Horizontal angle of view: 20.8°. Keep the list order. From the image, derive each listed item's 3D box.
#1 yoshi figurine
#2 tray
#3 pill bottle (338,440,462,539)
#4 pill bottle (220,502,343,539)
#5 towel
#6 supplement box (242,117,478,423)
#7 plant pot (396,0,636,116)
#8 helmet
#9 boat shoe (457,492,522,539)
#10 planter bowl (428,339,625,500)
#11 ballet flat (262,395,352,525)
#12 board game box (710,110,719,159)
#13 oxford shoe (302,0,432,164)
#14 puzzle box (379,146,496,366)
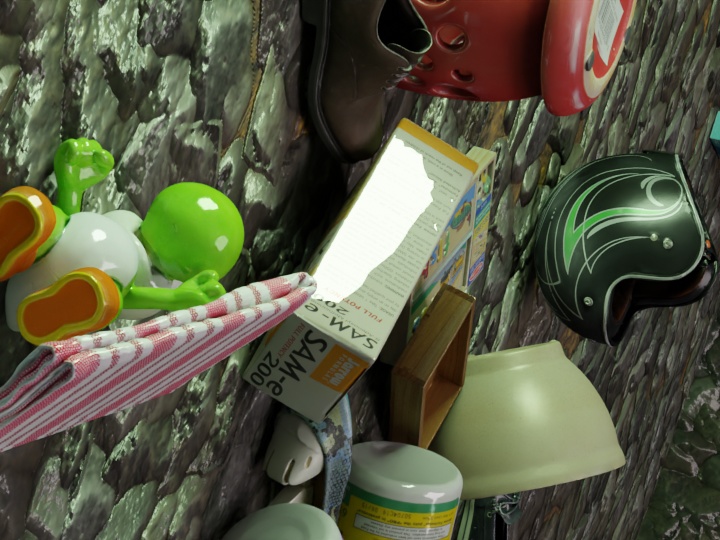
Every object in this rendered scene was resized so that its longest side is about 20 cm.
[{"bbox_3d":[-0.130,-0.015,1.116,0.200,0.112,0.113,-11,110,-72],"label":"yoshi figurine"},{"bbox_3d":[0.063,0.098,1.801,0.099,0.037,0.200,-58,166,-22],"label":"tray"},{"bbox_3d":[0.018,0.264,1.757,0.113,0.113,0.200,-24,129,-66],"label":"pill bottle"},{"bbox_3d":[-0.040,0.287,1.549,0.104,0.104,0.200,-55,137,-43],"label":"pill bottle"},{"bbox_3d":[-0.131,0.050,1.071,0.200,0.146,0.030,-17,79,-49],"label":"towel"},{"bbox_3d":[0.000,0.000,1.475,0.200,0.074,0.126,-61,-175,-33],"label":"supplement box"},{"bbox_3d":[0.112,-0.224,1.508,0.200,0.182,0.201,14,90,-72],"label":"plant pot"},{"bbox_3d":[0.282,-0.024,2.143,0.200,0.191,0.200,-20,90,-78],"label":"helmet"},{"bbox_3d":[0.154,0.259,2.218,0.075,0.062,0.200,-23,126,-64],"label":"boat shoe"},{"bbox_3d":[0.152,0.145,1.959,0.200,0.200,0.135,-6,84,-70],"label":"planter bowl"},{"bbox_3d":[-0.048,0.170,1.569,0.074,0.074,0.200,-45,144,-54],"label":"ballet flat"},{"bbox_3d":[0.648,-0.181,3.027,0.151,0.200,0.047,33,75,-70],"label":"board game box"},{"bbox_3d":[0.007,-0.149,1.421,0.200,0.084,0.073,88,25,-48],"label":"oxford shoe"},{"bbox_3d":[0.073,-0.014,1.811,0.200,0.025,0.133,-49,150,-51],"label":"puzzle box"}]
